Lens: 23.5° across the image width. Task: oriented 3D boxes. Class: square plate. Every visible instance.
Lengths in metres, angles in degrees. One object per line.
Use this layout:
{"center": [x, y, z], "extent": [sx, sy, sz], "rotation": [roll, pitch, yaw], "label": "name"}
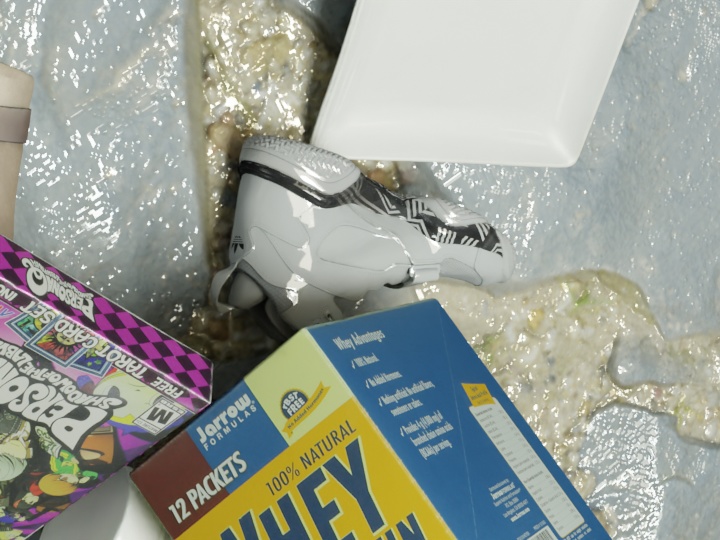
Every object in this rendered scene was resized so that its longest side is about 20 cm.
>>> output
{"center": [0.078, -0.155, 1.074], "extent": [0.200, 0.028, 0.198], "rotation": [0, 125, -27], "label": "square plate"}

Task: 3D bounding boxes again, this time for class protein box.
{"center": [0.019, 0.139, 0.960], "extent": [0.200, 0.135, 0.199], "rotation": [54, 20, 11], "label": "protein box"}

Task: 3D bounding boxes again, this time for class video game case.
{"center": [-0.209, 0.057, 0.888], "extent": [0.200, 0.181, 0.036], "rotation": [35, 33, -32], "label": "video game case"}

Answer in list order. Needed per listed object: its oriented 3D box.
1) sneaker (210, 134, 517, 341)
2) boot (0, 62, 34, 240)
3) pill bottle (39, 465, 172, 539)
{"center": [0.000, 0.000, 1.067], "extent": [0.200, 0.075, 0.115], "rotation": [22, 84, -29], "label": "sneaker"}
{"center": [-0.209, -0.039, 0.923], "extent": [0.200, 0.070, 0.146], "rotation": [27, 80, -32], "label": "boot"}
{"center": [-0.087, 0.193, 1.008], "extent": [0.200, 0.113, 0.113], "rotation": [37, 76, -31], "label": "pill bottle"}
